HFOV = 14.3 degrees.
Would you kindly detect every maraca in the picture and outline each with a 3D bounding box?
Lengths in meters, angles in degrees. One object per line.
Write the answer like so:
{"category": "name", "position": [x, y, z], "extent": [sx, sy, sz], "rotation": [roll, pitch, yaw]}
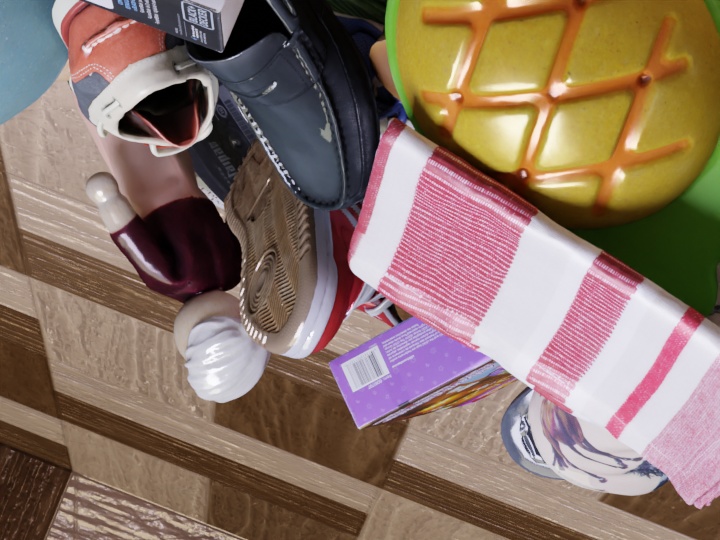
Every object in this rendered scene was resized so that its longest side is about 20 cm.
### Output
{"category": "maraca", "position": [0.097, -0.069, 1.183], "extent": [0.200, 0.137, 0.107], "rotation": [49, -157, -8]}

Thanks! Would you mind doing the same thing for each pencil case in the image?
{"category": "pencil case", "position": [0.150, 0.043, 1.306], "extent": [0.089, 0.078, 0.200], "rotation": [0, 162, -18]}

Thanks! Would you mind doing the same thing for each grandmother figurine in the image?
{"category": "grandmother figurine", "position": [-0.095, -0.026, 1.468], "extent": [0.121, 0.201, 0.061], "rotation": [-5, 156, -44]}

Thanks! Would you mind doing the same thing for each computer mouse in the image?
{"category": "computer mouse", "position": [-0.082, -0.097, 1.544], "extent": [0.141, 0.046, 0.200], "rotation": [54, 150, -5]}

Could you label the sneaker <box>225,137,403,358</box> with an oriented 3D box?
{"category": "sneaker", "position": [0.000, 0.000, 1.391], "extent": [0.112, 0.071, 0.200], "rotation": [26, -161, -17]}

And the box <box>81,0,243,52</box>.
{"category": "box", "position": [-0.128, -0.181, 1.162], "extent": [0.199, 0.117, 0.060], "rotation": [20, 169, 2]}

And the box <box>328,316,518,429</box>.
{"category": "box", "position": [0.100, 0.014, 1.388], "extent": [0.200, 0.039, 0.137], "rotation": [-29, 171, 25]}

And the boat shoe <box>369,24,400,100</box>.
{"category": "boat shoe", "position": [0.106, -0.080, 1.277], "extent": [0.199, 0.070, 0.070], "rotation": [22, 154, 8]}

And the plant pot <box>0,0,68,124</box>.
{"category": "plant pot", "position": [-0.210, -0.134, 1.348], "extent": [0.134, 0.201, 0.200], "rotation": [10, 177, -40]}

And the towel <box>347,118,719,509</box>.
{"category": "towel", "position": [0.084, 0.022, 1.213], "extent": [0.200, 0.023, 0.144], "rotation": [33, 159, 6]}

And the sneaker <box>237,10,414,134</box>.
{"category": "sneaker", "position": [0.021, -0.070, 1.337], "extent": [0.199, 0.076, 0.088], "rotation": [19, 166, 16]}

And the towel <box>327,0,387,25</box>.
{"category": "towel", "position": [-0.054, -0.142, 1.391], "extent": [0.200, 0.023, 0.152], "rotation": [27, 166, -23]}

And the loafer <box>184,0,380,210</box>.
{"category": "loafer", "position": [-0.049, -0.105, 1.259], "extent": [0.068, 0.070, 0.201], "rotation": [3, 129, 37]}

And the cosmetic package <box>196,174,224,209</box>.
{"category": "cosmetic package", "position": [0.001, -0.033, 1.672], "extent": [0.199, 0.051, 0.083], "rotation": [24, 165, -11]}

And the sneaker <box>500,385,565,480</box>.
{"category": "sneaker", "position": [0.164, 0.043, 1.471], "extent": [0.066, 0.200, 0.078], "rotation": [56, -163, -9]}

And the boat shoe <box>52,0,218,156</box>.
{"category": "boat shoe", "position": [-0.097, -0.086, 1.353], "extent": [0.063, 0.071, 0.200], "rotation": [58, 178, 12]}
